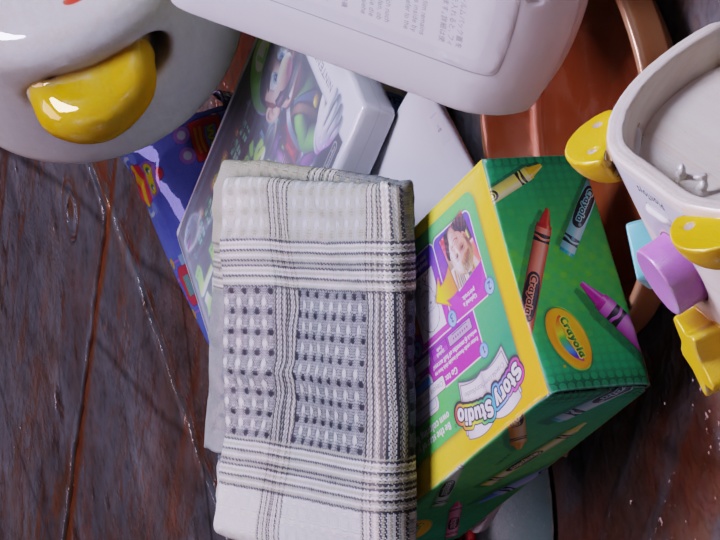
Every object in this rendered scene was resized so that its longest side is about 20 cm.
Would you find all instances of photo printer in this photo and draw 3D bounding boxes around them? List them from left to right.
[{"bbox_3d":[0.013,-0.166,1.364,0.199,0.069,0.167,20,131,17],"label":"photo printer"}]

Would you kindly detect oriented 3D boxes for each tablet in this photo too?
[{"bbox_3d":[0.044,0.017,1.514,0.130,0.014,0.201,-62,41,41],"label":"tablet"}]

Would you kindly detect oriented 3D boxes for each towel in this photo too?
[{"bbox_3d":[-0.031,0.044,1.482,0.200,0.034,0.194,8,99,62],"label":"towel"}]

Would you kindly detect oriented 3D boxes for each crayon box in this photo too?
[{"bbox_3d":[0.051,0.042,1.431,0.200,0.058,0.119,-44,55,53],"label":"crayon box"}]

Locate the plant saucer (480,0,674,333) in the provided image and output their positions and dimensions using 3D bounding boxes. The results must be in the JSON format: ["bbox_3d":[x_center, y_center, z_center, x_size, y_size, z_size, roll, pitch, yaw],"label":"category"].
[{"bbox_3d":[0.108,-0.065,1.419,0.200,0.032,0.202,173,90,-71],"label":"plant saucer"}]

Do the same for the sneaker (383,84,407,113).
[{"bbox_3d":[-0.001,0.000,1.676,0.111,0.076,0.201,-106,26,-50],"label":"sneaker"}]

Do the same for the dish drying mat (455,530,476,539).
[{"bbox_3d":[0.013,0.101,1.637,0.200,0.018,0.077,-151,45,-65],"label":"dish drying mat"}]

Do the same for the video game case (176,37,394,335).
[{"bbox_3d":[-0.046,-0.051,1.652,0.182,0.023,0.201,-112,39,-54],"label":"video game case"}]

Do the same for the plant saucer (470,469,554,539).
[{"bbox_3d":[0.050,0.117,1.635,0.200,0.036,0.201,173,90,-71],"label":"plant saucer"}]

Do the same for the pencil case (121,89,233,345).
[{"bbox_3d":[-0.070,-0.004,1.812,0.078,0.087,0.201,-28,85,51],"label":"pencil case"}]

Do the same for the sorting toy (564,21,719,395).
[{"bbox_3d":[0.172,0.022,1.211,0.200,0.106,0.181,45,156,61],"label":"sorting toy"}]

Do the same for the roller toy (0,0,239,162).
[{"bbox_3d":[-0.166,-0.165,1.676,0.201,0.182,0.140,-64,-22,-21],"label":"roller toy"}]

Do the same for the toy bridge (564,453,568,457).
[{"bbox_3d":[0.058,0.042,1.556,0.200,0.027,0.068,18,82,55],"label":"toy bridge"}]
